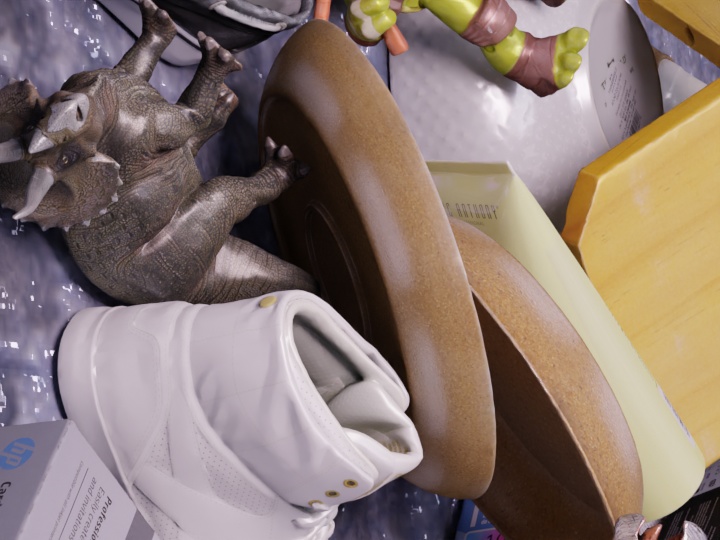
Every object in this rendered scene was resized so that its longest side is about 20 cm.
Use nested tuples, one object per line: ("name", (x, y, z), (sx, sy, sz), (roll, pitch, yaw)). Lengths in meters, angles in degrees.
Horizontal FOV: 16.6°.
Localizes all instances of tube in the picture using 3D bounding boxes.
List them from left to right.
("tube", (0.084, 0.026, 1.077), (0.201, 0.058, 0.052), (56, 19, -28))

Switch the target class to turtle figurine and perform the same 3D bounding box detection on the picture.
("turtle figurine", (0.024, -0.133, 1.107), (0.160, 0.064, 0.201), (22, 43, -22))

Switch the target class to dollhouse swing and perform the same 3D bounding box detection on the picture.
("dollhouse swing", (0.160, -0.029, 1.213), (0.182, 0.175, 0.201), (49, -18, 60))

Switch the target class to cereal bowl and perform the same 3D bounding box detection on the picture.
("cereal bowl", (0.096, -0.086, 1.232), (0.200, 0.083, 0.202), (27, 58, -55))

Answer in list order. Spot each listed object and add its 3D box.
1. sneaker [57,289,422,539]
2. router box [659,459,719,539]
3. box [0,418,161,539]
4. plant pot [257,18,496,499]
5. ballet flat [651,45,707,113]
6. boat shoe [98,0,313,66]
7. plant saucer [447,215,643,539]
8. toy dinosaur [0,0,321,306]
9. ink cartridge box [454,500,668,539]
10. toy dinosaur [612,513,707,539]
("sneaker", (-0.024, 0.095, 0.929), (0.201, 0.115, 0.074), (65, 31, -30))
("router box", (0.195, 0.184, 1.154), (0.158, 0.052, 0.200), (62, 24, -7))
("box", (-0.092, 0.177, 0.860), (0.201, 0.041, 0.157), (60, 35, -36))
("plant pot", (0.000, 0.000, 0.980), (0.200, 0.027, 0.202), (161, -90, -77))
("ballet flat", (0.185, -0.059, 1.396), (0.068, 0.072, 0.201), (-54, 128, -53))
("boat shoe", (-0.086, -0.136, 0.929), (0.199, 0.068, 0.074), (41, 48, -50))
("plant saucer", (0.060, 0.048, 1.033), (0.035, 0.200, 0.201), (-33, 119, -14))
("toy dinosaur", (-0.080, -0.032, 0.917), (0.102, 0.077, 0.200), (-47, 146, -10))
("ink cartridge box", (0.116, 0.111, 1.217), (0.137, 0.076, 0.201), (57, 39, -39))
("toy dinosaur", (0.059, 0.175, 0.989), (0.201, 0.134, 0.086), (109, -4, -53))
